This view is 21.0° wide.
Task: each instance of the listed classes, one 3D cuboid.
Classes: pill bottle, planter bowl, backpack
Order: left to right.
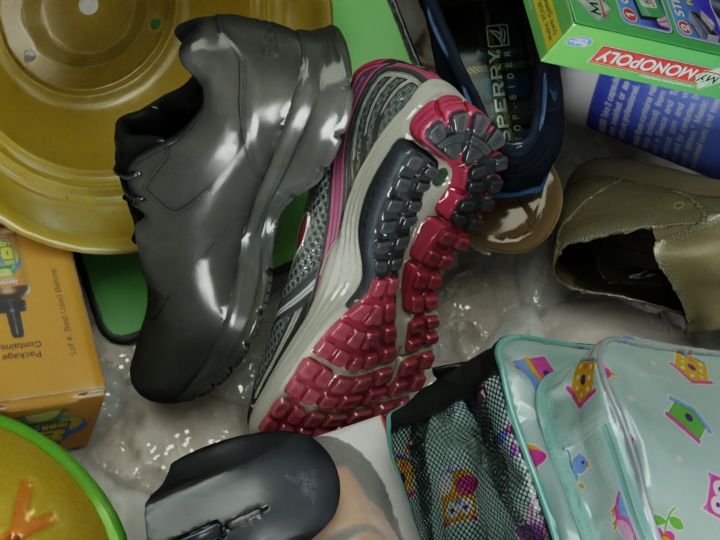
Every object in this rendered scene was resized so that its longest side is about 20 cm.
[{"bbox_3d":[-0.119,-0.116,0.912,0.199,0.202,0.083,-25,30,-13],"label":"planter bowl"},{"bbox_3d":[0.120,0.130,0.819,0.175,0.153,0.202,9,66,-39],"label":"backpack"},{"bbox_3d":[0.165,-0.111,0.973,0.199,0.112,0.113,24,65,11],"label":"pill bottle"}]

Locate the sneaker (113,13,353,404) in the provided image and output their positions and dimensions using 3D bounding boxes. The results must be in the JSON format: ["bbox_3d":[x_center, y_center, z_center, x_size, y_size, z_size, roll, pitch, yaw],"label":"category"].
[{"bbox_3d":[-0.076,-0.030,0.876,0.090,0.201,0.076,13,25,-22],"label":"sneaker"}]

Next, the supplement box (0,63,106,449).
[{"bbox_3d":[-0.178,-0.011,0.936,0.066,0.069,0.201,-6,60,-22],"label":"supplement box"}]

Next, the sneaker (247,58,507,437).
[{"bbox_3d":[0.000,0.000,0.895,0.080,0.201,0.075,8,27,-41],"label":"sneaker"}]

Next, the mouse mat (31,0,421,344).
[{"bbox_3d":[-0.063,-0.071,0.957,0.199,0.008,0.162,-23,74,11],"label":"mouse mat"}]

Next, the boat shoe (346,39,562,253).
[{"bbox_3d":[0.018,-0.070,0.971,0.199,0.065,0.072,33,89,19],"label":"boat shoe"}]

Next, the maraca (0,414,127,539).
[{"bbox_3d":[-0.155,0.143,0.843,0.199,0.107,0.138,32,92,7],"label":"maraca"}]

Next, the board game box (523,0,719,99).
[{"bbox_3d":[0.121,-0.172,0.894,0.134,0.029,0.201,8,55,-29],"label":"board game box"}]

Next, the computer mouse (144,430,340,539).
[{"bbox_3d":[-0.091,0.121,0.802,0.199,0.034,0.059,-27,94,-25],"label":"computer mouse"}]

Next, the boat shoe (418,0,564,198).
[{"bbox_3d":[0.065,-0.137,0.906,0.083,0.069,0.201,-16,75,-3],"label":"boat shoe"}]

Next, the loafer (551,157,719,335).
[{"bbox_3d":[0.175,-0.002,0.912,0.199,0.076,0.068,9,51,39],"label":"loafer"}]

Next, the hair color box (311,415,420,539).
[{"bbox_3d":[-0.005,0.176,0.854,0.101,0.061,0.201,-17,64,-8],"label":"hair color box"}]
